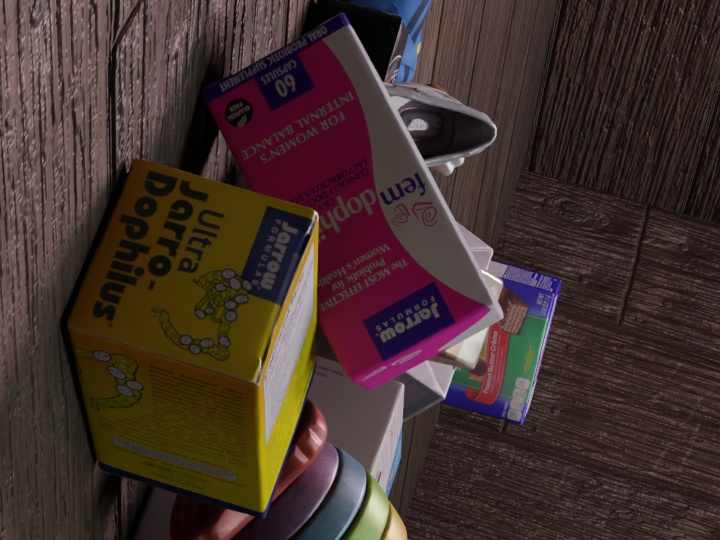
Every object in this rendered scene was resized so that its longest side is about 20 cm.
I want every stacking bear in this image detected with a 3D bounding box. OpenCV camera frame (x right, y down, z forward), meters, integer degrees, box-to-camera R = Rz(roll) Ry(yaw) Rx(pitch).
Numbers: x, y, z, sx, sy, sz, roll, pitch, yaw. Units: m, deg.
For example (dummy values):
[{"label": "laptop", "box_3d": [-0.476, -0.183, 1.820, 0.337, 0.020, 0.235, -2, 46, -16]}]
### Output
[{"label": "stacking bear", "box_3d": [-0.014, 0.185, 1.388, 0.121, 0.200, 0.114, -42, -161, 3]}]

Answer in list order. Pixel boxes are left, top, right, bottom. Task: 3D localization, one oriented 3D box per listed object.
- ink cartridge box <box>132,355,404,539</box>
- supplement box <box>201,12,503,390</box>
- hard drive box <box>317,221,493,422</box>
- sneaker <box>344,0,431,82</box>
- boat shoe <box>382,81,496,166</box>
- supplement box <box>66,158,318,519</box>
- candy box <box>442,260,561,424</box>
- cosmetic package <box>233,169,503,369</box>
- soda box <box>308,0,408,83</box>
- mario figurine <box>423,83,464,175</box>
[{"label": "ink cartridge box", "box_3d": [-0.067, 0.174, 1.534, 0.147, 0.145, 0.201, 89, 19, -65]}, {"label": "supplement box", "box_3d": [-0.003, -0.039, 1.325, 0.201, 0.101, 0.103, 62, 3, 7]}, {"label": "hard drive box", "box_3d": [0.003, 0.057, 1.757, 0.200, 0.077, 0.157, -33, -151, 48]}, {"label": "sneaker", "box_3d": [0.014, -0.187, 1.723, 0.200, 0.065, 0.079, 92, 20, -64]}, {"label": "boat shoe", "box_3d": [0.007, -0.100, 1.515, 0.201, 0.064, 0.075, -1, 100, -44]}, {"label": "supplement box", "box_3d": [-0.090, 0.043, 1.223, 0.200, 0.109, 0.110, 94, 14, -63]}, {"label": "candy box", "box_3d": [0.121, 0.071, 2.585, 0.077, 0.198, 0.171, -45, 149, -73]}, {"label": "cosmetic package", "box_3d": [0.000, 0.000, 1.503, 0.200, 0.105, 0.072, 28, 78, -48]}, {"label": "soda box", "box_3d": [-0.024, -0.094, 1.595, 0.063, 0.070, 0.202, 29, 77, -83]}, {"label": "mario figurine", "box_3d": [0.015, -0.058, 1.722, 0.200, 0.105, 0.124, -46, 156, -40]}]
